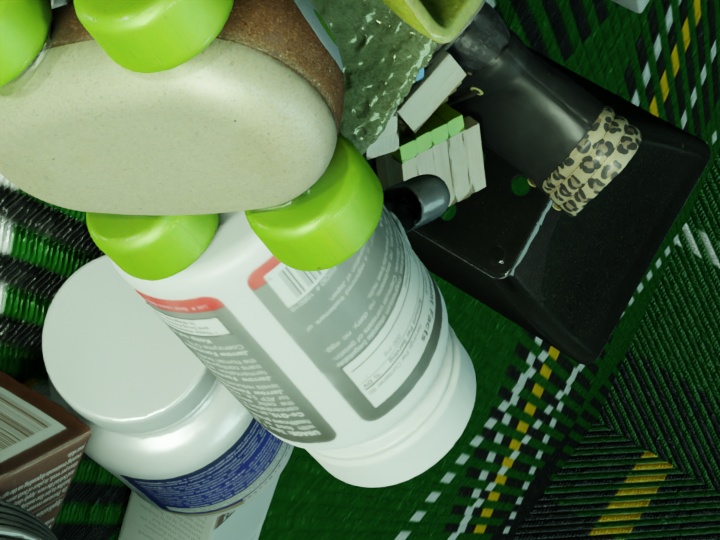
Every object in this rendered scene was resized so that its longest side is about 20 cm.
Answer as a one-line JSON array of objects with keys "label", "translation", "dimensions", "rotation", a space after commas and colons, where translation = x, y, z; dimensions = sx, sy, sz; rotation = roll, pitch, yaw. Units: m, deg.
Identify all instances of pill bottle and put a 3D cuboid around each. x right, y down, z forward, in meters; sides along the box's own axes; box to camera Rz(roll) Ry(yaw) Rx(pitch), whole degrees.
[{"label": "pill bottle", "translation": [-0.027, 0.014, 0.905], "dimensions": [0.114, 0.113, 0.200], "rotation": [-55, 138, -17]}, {"label": "pill bottle", "translation": [-0.105, 0.061, 1.034], "dimensions": [0.120, 0.119, 0.200], "rotation": [-57, 166, -11]}]

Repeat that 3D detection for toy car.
[{"label": "toy car", "translation": [-0.068, -0.124, 0.776], "dimensions": [0.164, 0.157, 0.201], "rotation": [51, 43, -48]}]

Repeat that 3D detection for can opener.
[{"label": "can opener", "translation": [0.000, 0.000, 1.055], "dimensions": [0.067, 0.054, 0.200], "rotation": [-27, 172, -23]}]

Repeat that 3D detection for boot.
[{"label": "boot", "translation": [0.086, -0.098, 1.177], "dimensions": [0.073, 0.150, 0.200], "rotation": [-53, -177, -15]}]

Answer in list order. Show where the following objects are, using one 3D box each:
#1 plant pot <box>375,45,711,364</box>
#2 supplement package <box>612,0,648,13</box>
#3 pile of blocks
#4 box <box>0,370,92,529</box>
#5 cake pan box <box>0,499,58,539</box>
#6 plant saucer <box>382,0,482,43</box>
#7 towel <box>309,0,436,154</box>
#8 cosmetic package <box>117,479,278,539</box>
[{"label": "plant pot", "translation": [0.119, -0.067, 1.443], "dimensions": [0.200, 0.199, 0.177], "rotation": [-61, 155, 6]}, {"label": "supplement package", "translation": [0.168, -0.280, 1.302], "dimensions": [0.122, 0.119, 0.200], "rotation": [-59, 166, -2]}, {"label": "pile of blocks", "translation": [0.004, -0.110, 1.077], "dimensions": [0.082, 0.062, 0.200], "rotation": [-46, 134, -5]}, {"label": "box", "translation": [-0.217, 0.155, 0.935], "dimensions": [0.201, 0.075, 0.100], "rotation": [-66, 165, 18]}, {"label": "cake pan box", "translation": [-0.210, 0.195, 0.855], "dimensions": [0.200, 0.052, 0.184], "rotation": [-53, 138, 7]}, {"label": "plant saucer", "translation": [0.009, -0.226, 0.803], "dimensions": [0.048, 0.200, 0.200], "rotation": [-11, -144, 48]}, {"label": "towel", "translation": [-0.009, -0.167, 0.896], "dimensions": [0.201, 0.148, 0.036], "rotation": [-62, -164, 6]}, {"label": "cosmetic package", "translation": [-0.102, 0.136, 1.295], "dimensions": [0.102, 0.074, 0.201], "rotation": [-43, 157, -47]}]
